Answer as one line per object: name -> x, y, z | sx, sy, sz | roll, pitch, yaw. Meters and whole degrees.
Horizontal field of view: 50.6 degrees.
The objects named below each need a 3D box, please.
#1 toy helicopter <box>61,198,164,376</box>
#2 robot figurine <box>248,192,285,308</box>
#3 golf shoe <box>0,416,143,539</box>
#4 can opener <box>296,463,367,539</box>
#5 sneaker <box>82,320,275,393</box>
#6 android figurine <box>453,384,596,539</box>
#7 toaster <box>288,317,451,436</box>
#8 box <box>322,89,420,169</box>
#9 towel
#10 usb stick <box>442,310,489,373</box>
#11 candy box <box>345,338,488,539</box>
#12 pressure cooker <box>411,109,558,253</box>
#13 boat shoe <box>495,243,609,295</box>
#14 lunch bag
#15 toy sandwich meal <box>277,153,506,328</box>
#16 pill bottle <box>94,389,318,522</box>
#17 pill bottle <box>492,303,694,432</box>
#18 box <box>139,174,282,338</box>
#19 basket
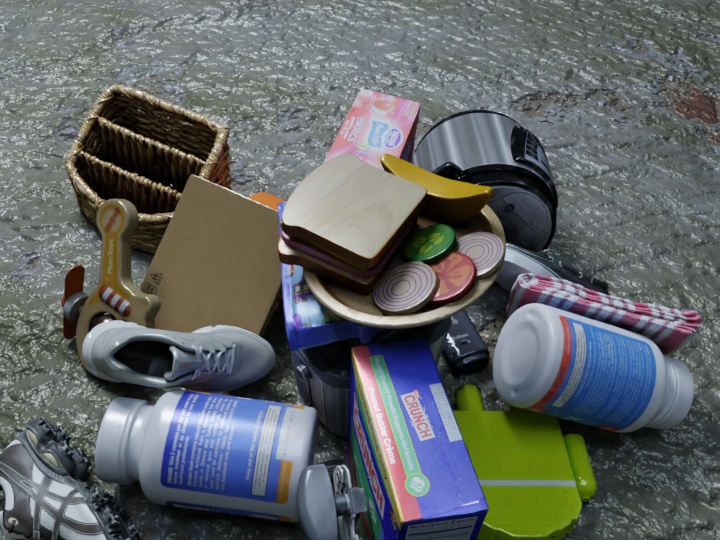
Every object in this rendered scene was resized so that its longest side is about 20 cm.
toy helicopter -> -0.281, 0.020, 0.850 | 0.132, 0.200, 0.079 | 4, 3, 23
robot figurine -> -0.089, -0.024, 0.934 | 0.200, 0.117, 0.144 | 26, 18, 17
golf shoe -> -0.279, 0.235, 0.717 | 0.094, 0.078, 0.200 | -42, 59, -15
can opener -> -0.018, 0.271, 0.663 | 0.067, 0.053, 0.200 | -1, 70, -17
sneaker -> -0.173, 0.094, 0.776 | 0.200, 0.076, 0.092 | 4, 0, -29
android figurine -> 0.155, 0.208, 0.794 | 0.182, 0.041, 0.200 | 1, 45, -6
toaster -> 0.014, 0.087, 0.832 | 0.200, 0.129, 0.114 | -29, 56, -28
box -> 0.014, -0.154, 1.076 | 0.094, 0.103, 0.200 | 14, 46, 8
towel -> 0.270, 0.054, 0.881 | 0.200, 0.146, 0.030 | 16, 72, 10
usb stick -> 0.097, 0.041, 0.949 | 0.055, 0.033, 0.200 | -12, 50, -17
candy box -> 0.039, 0.189, 0.691 | 0.077, 0.200, 0.169 | -7, 48, -12
pressure cooker -> 0.158, -0.084, 0.975 | 0.175, 0.179, 0.200 | 2, 43, -5
boat shoe -> 0.228, 0.008, 0.915 | 0.200, 0.069, 0.057 | 28, 69, -31
lunch bag -> 0.000, 0.000, 0.748 | 0.150, 0.094, 0.200 | -12, 32, 3
toy sandwich meal -> 0.030, -0.036, 0.681 | 0.205, 0.070, 0.205 | -6, 46, 6
pill bottle -> -0.147, 0.176, 0.745 | 0.200, 0.112, 0.112 | 8, 47, 1
pill bottle -> 0.253, 0.112, 0.819 | 0.200, 0.112, 0.112 | 17, 44, -19
box -> -0.166, 0.009, 0.879 | 0.163, 0.021, 0.200 | 24, 89, 16
basket -> -0.281, -0.127, 0.990 | 0.200, 0.149, 0.143 | 25, 50, 16
